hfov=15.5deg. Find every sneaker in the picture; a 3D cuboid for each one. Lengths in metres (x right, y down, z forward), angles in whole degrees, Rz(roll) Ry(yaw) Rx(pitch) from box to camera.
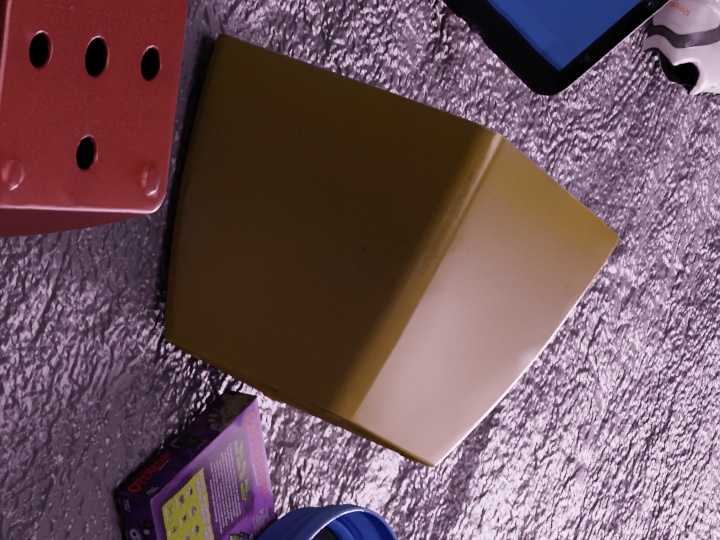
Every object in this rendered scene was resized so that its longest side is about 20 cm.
[{"bbox_3d":[0.278,-0.170,2.112,0.200,0.074,0.080,36,81,-53],"label":"sneaker"}]

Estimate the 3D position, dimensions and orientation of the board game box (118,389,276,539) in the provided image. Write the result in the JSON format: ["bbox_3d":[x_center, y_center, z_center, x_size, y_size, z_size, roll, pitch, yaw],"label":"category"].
[{"bbox_3d":[-0.088,0.187,1.583,0.120,0.032,0.200,-39,132,-45],"label":"board game box"}]

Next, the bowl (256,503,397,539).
[{"bbox_3d":[-0.034,0.241,1.632,0.201,0.039,0.201,-27,122,-55],"label":"bowl"}]

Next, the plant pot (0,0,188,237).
[{"bbox_3d":[-0.186,-0.105,1.174,0.200,0.176,0.200,0,97,-61],"label":"plant pot"}]

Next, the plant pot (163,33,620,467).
[{"bbox_3d":[0.000,0.000,1.540,0.200,0.200,0.177,34,80,-59],"label":"plant pot"}]

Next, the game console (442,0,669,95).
[{"bbox_3d":[0.129,-0.213,1.659,0.200,0.119,0.172,-41,167,20],"label":"game console"}]
